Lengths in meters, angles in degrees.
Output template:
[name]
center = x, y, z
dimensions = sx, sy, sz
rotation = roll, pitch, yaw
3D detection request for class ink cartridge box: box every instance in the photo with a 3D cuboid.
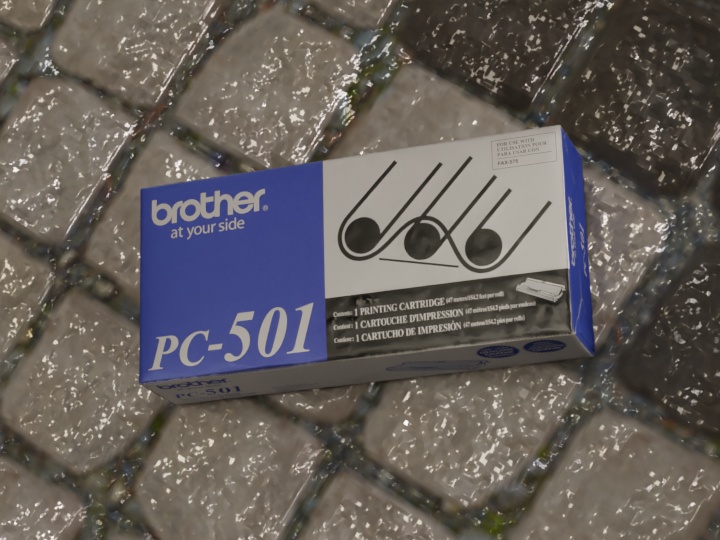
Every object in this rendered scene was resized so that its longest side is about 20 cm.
[ink cartridge box]
center = 0.000, 0.000, 0.931
dimensions = 0.198, 0.044, 0.095
rotation = -8, 71, 18
